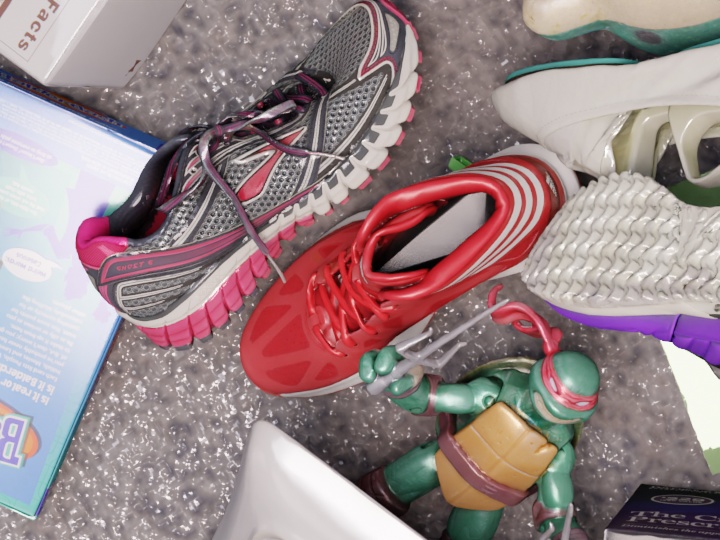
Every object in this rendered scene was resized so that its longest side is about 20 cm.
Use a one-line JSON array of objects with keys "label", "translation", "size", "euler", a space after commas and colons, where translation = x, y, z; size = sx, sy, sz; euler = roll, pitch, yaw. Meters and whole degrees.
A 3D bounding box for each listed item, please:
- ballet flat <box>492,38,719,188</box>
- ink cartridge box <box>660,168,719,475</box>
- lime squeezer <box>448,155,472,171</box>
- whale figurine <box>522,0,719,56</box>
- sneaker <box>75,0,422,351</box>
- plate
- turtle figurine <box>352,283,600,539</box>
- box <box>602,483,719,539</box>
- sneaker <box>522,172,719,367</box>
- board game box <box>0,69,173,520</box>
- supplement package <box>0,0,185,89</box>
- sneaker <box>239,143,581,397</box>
[{"label": "ballet flat", "translation": [0.138, -0.068, 1.107], "size": [0.200, 0.069, 0.070], "euler": [-7, 91, 40]}, {"label": "ink cartridge box", "translation": [0.233, 0.001, 1.160], "size": [0.200, 0.048, 0.146], "euler": [-21, 89, 10]}, {"label": "lime squeezer", "translation": [0.131, -0.027, 1.165], "size": [0.200, 0.038, 0.071], "euler": [-4, 114, 33]}, {"label": "whale figurine", "translation": [0.123, -0.166, 1.159], "size": [0.200, 0.104, 0.159], "euler": [15, 67, 32]}, {"label": "sneaker", "translation": [-0.049, -0.053, 1.182], "size": [0.200, 0.081, 0.075], "euler": [-49, 122, -3]}, {"label": "plate", "translation": [0.007, 0.177, 1.155], "size": [0.199, 0.200, 0.032], "euler": [37, 60, 9]}, {"label": "turtle figurine", "translation": [0.058, 0.094, 1.152], "size": [0.150, 0.101, 0.200], "euler": [45, 129, 6]}, {"label": "box", "translation": [0.215, 0.151, 1.123], "size": [0.200, 0.141, 0.079], "euler": [4, 92, 12]}, {"label": "sneaker", "translation": [0.158, 0.017, 1.053], "size": [0.100, 0.200, 0.070], "euler": [46, 68, -32]}, {"label": "board game box", "translation": [-0.192, 0.004, 1.241], "size": [0.152, 0.045, 0.200], "euler": [24, 98, -3]}, {"label": "supplement package", "translation": [-0.179, -0.191, 1.206], "size": [0.200, 0.117, 0.117], "euler": [37, 100, 8]}, {"label": "sneaker", "translation": [0.000, 0.000, 1.161], "size": [0.200, 0.115, 0.078], "euler": [-36, 76, 25]}]
